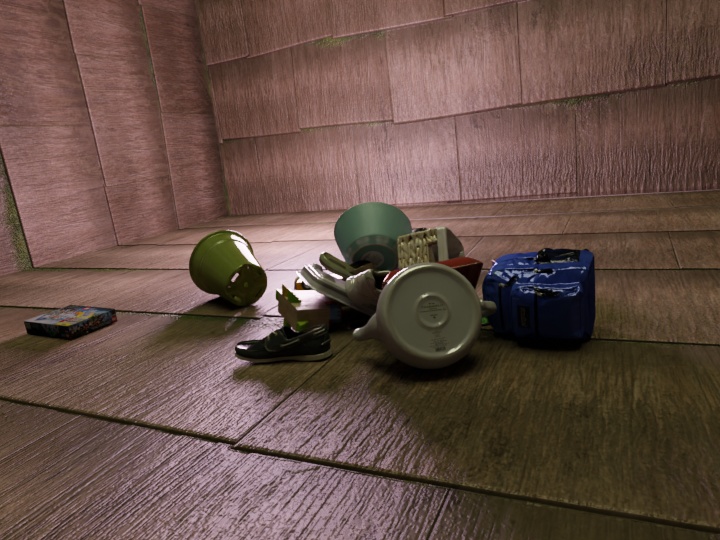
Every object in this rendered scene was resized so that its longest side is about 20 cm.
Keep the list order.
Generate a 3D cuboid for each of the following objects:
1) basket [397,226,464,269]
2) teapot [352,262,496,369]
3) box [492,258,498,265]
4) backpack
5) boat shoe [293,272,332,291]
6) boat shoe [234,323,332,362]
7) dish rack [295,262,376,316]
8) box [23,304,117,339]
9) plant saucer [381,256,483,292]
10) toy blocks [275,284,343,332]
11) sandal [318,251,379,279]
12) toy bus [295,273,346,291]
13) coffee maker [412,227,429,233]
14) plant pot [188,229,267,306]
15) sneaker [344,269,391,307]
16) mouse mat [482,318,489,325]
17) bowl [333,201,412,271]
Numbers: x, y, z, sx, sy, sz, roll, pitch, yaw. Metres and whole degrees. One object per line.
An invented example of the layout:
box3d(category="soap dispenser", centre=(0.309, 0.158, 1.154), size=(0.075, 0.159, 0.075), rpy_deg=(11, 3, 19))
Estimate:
box3d(category="basket", centre=(0.175, -0.013, 1.282), size=(0.123, 0.137, 0.200), rpy_deg=(-8, -13, 22))
box3d(category="teapot", centre=(0.120, 0.087, 0.964), size=(0.199, 0.198, 0.146), rpy_deg=(34, -15, 7))
box3d(category="box", centre=(0.399, 0.019, 1.288), size=(0.099, 0.076, 0.200), rpy_deg=(-8, 12, -6))
box3d(category="backpack", centre=(0.331, 0.046, 1.014), size=(0.199, 0.164, 0.168), rpy_deg=(2, 19, 29))
box3d(category="boat shoe", centre=(-0.083, 0.041, 1.450), size=(0.198, 0.074, 0.065), rpy_deg=(-9, 24, 4))
box3d(category="boat shoe", centre=(-0.156, 0.141, 1.057), size=(0.198, 0.068, 0.072), rpy_deg=(-5, 15, 11))
box3d(category="dish rack", centre=(-0.043, 0.042, 1.232), size=(0.199, 0.044, 0.172), rpy_deg=(27, 3, -22))
box3d(category="box", centre=(-0.773, 0.135, 1.428), size=(0.199, 0.038, 0.136), rpy_deg=(1, 15, 30))
box3d(category="plant saucer", centre=(0.134, 0.043, 1.087), size=(0.199, 0.200, 0.037), rpy_deg=(-12, 58, -6))
box3d(category="toy blocks", centre=(-0.103, 0.089, 1.222), size=(0.136, 0.101, 0.200), rpy_deg=(-1, 14, -24))
box3d(category="sandal", centre=(-0.001, 0.000, 1.257), size=(0.200, 0.058, 0.080), rpy_deg=(26, 14, -14))
box3d(category="toy bus", centre=(-0.062, 0.046, 1.376), size=(0.198, 0.079, 0.065), rpy_deg=(-5, 14, 6))
box3d(category="coffee maker", centre=(0.135, -0.079, 1.688), size=(0.199, 0.136, 0.192), rpy_deg=(5, 17, 37))
box3d(category="plant pot", centre=(-0.354, 0.010, 1.500), size=(0.199, 0.201, 0.190), rpy_deg=(-14, 29, -31))
box3d(category="sneaker", centre=(0.069, 0.049, 1.161), size=(0.199, 0.078, 0.099), rpy_deg=(17, -35, -35))
box3d(category="mouse mat", centre=(0.217, 0.095, 1.200), size=(0.160, 0.008, 0.200), rpy_deg=(-9, 15, -11))
box3d(category="bowl", centre=(0.033, -0.060, 1.324), size=(0.199, 0.202, 0.105), rpy_deg=(-6, 46, 3))
